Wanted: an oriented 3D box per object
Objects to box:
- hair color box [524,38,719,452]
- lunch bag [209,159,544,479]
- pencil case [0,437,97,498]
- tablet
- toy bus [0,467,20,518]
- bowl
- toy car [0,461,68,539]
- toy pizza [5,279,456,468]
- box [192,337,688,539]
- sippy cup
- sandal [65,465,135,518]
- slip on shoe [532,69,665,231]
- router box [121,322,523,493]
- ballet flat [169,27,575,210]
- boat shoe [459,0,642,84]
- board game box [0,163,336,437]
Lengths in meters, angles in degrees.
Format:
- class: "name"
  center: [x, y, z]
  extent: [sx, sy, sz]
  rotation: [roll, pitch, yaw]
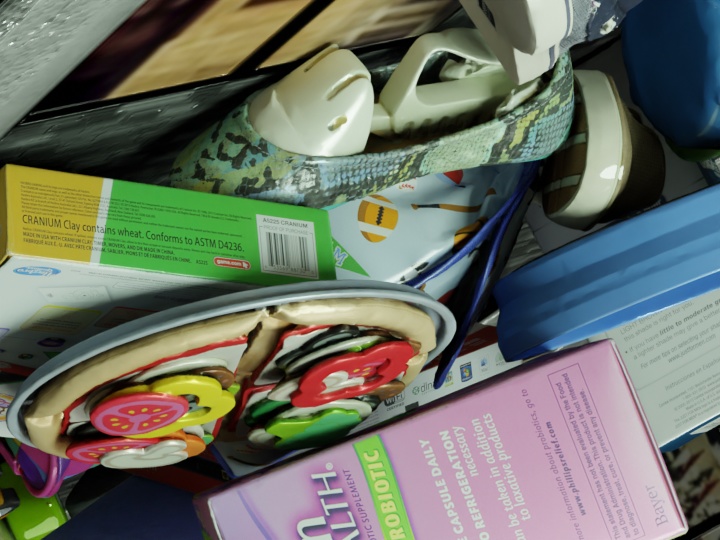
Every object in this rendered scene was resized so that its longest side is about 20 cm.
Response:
- class: "hair color box"
  center: [0.155, -0.013, 1.439]
  extent: [0.100, 0.201, 0.060]
  rotation: [-30, 169, 17]
- class: "lunch bag"
  center: [0.000, 0.000, 1.329]
  extent: [0.199, 0.124, 0.170]
  rotation: [-30, 166, -15]
- class: "pencil case"
  center: [-0.106, 0.056, 1.440]
  extent: [0.199, 0.089, 0.088]
  rotation: [-17, 166, -36]
- class: "tablet"
  center: [-0.084, 0.128, 1.524]
  extent: [0.129, 0.014, 0.200]
  rotation: [1, -163, 28]
- class: "toy bus"
  center: [-0.230, 0.100, 1.392]
  extent: [0.078, 0.065, 0.200]
  rotation: [-25, 170, -8]
- class: "bowl"
  center: [0.155, -0.009, 1.279]
  extent: [0.200, 0.040, 0.201]
  rotation: [-21, 175, -2]
- class: "toy car"
  center: [-0.254, 0.178, 1.653]
  extent: [0.164, 0.159, 0.200]
  rotation: [-23, -162, -5]
- class: "toy pizza"
  center: [-0.053, 0.053, 1.162]
  extent: [0.199, 0.032, 0.200]
  rotation: [-13, 163, -4]
- class: "box"
  center: [0.031, 0.115, 1.272]
  extent: [0.199, 0.097, 0.176]
  rotation: [-22, 178, -7]
- class: "sippy cup"
  center: [0.200, -0.115, 1.292]
  extent: [0.130, 0.140, 0.179]
  rotation: [-11, 122, -25]
- class: "sandal"
  center: [-0.129, 0.119, 1.666]
  extent: [0.076, 0.043, 0.200]
  rotation: [-21, -166, 25]
- class: "slip on shoe"
  center: [0.119, -0.053, 1.298]
  extent: [0.060, 0.077, 0.200]
  rotation: [10, 178, -2]
- class: "router box"
  center: [-0.035, 0.074, 1.575]
  extent: [0.199, 0.049, 0.179]
  rotation: [-20, -160, -37]
- class: "ballet flat"
  center: [0.008, -0.073, 1.178]
  extent: [0.199, 0.075, 0.074]
  rotation: [-16, 166, -30]
- class: "boat shoe"
  center: [0.086, -0.133, 1.069]
  extent: [0.093, 0.075, 0.200]
  rotation: [-34, 178, 0]
- class: "board game box"
  center: [-0.125, 0.021, 1.166]
  extent: [0.152, 0.041, 0.200]
  rotation: [8, 154, -31]
